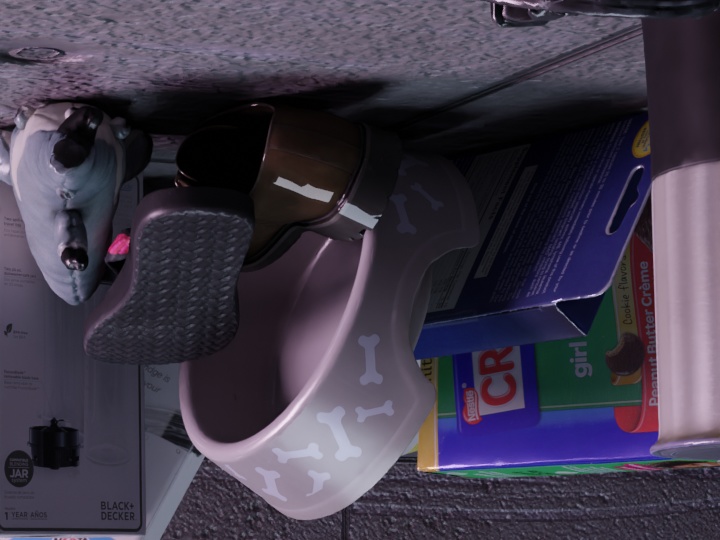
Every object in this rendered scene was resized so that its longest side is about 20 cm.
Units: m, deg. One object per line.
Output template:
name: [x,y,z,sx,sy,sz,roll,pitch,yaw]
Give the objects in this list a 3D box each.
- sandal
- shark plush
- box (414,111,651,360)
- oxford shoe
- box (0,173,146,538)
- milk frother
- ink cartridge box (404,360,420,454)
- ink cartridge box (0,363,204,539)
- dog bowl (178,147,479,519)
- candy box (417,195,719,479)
sandal: [-0.091,-0.004,1.308,0.075,0.045,0.200,1,154,-15]
shark plush: [-0.129,-0.036,1.282,0.090,0.084,0.200,2,172,-18]
box: [0.081,-0.015,1.353,0.032,0.121,0.200,42,149,-27]
oxford shoe: [-0.057,-0.049,1.315,0.084,0.073,0.200,20,163,-20]
box: [-0.172,0.040,1.409,0.060,0.201,0.116,-6,173,39]
milk frother: [0.131,-0.026,1.021,0.199,0.189,0.181,0,171,-6]
ink cartridge box: [0.023,0.062,1.721,0.199,0.067,0.117,-15,144,-37]
ink cartridge box: [-0.155,0.074,1.508,0.144,0.201,0.084,29,177,6]
dog bowl: [-0.023,0.022,1.356,0.058,0.201,0.200,24,161,-27]
candy box: [0.132,0.024,1.448,0.199,0.170,0.077,-7,167,33]
